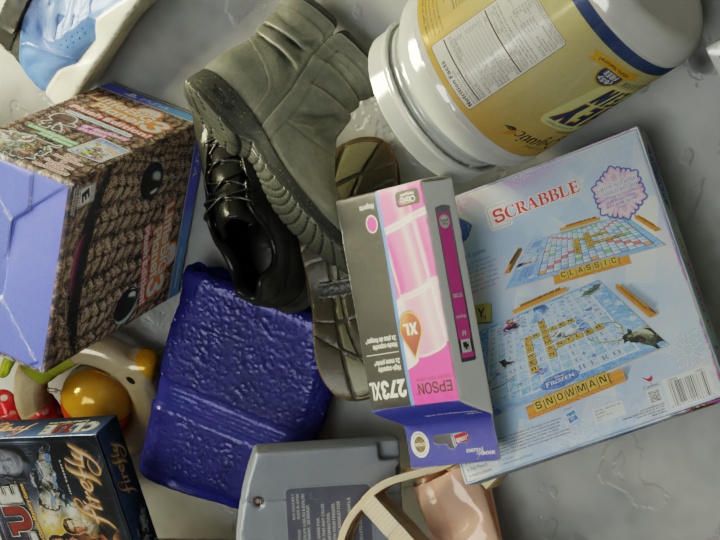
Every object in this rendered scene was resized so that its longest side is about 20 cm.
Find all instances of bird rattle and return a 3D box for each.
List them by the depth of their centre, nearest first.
[{"bbox_3d":[-0.246,0.111,1.693,0.162,0.113,0.201,13,116,6],"label":"bird rattle"}]

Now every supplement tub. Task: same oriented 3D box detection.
[{"bbox_3d":[0.117,-0.160,1.379,0.200,0.144,0.145,-32,90,32],"label":"supplement tub"}]

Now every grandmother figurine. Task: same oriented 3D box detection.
[{"bbox_3d":[0.097,0.237,1.549,0.121,0.060,0.201,-25,79,51],"label":"grandmother figurine"}]

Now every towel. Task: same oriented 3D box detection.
[{"bbox_3d":[-0.094,0.102,1.639,0.147,0.050,0.201,20,115,13],"label":"towel"}]

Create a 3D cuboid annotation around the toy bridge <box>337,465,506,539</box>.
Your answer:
[{"bbox_3d":[0.028,0.194,1.533,0.067,0.027,0.200,46,108,16],"label":"toy bridge"}]

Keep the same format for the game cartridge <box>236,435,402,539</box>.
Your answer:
[{"bbox_3d":[-0.031,0.230,1.582,0.132,0.041,0.201,-4,102,-6],"label":"game cartridge"}]

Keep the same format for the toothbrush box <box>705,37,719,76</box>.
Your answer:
[{"bbox_3d":[0.342,-0.097,1.317,0.145,0.086,0.201,-26,92,32],"label":"toothbrush box"}]

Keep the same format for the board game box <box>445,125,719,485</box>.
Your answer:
[{"bbox_3d":[0.139,0.027,1.427,0.199,0.041,0.201,-20,80,16],"label":"board game box"}]

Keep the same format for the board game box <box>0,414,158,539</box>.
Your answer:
[{"bbox_3d":[-0.232,0.217,1.656,0.135,0.035,0.201,-5,112,29],"label":"board game box"}]

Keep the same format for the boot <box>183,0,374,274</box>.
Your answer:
[{"bbox_3d":[-0.024,-0.106,1.487,0.200,0.130,0.068,50,166,2],"label":"boot"}]

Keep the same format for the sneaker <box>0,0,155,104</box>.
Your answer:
[{"bbox_3d":[-0.219,-0.227,1.572,0.111,0.077,0.200,42,128,-1],"label":"sneaker"}]

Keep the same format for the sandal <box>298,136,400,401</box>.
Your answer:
[{"bbox_3d":[0.000,0.000,1.527,0.081,0.055,0.201,-8,79,15],"label":"sandal"}]

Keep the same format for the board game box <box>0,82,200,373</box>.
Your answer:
[{"bbox_3d":[-0.219,-0.037,1.563,0.096,0.200,0.160,21,116,19],"label":"board game box"}]

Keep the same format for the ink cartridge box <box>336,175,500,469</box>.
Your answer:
[{"bbox_3d":[0.040,0.040,1.414,0.094,0.037,0.201,-12,90,49],"label":"ink cartridge box"}]

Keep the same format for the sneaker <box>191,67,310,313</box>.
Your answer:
[{"bbox_3d":[-0.087,-0.065,1.539,0.076,0.091,0.201,-25,81,25],"label":"sneaker"}]

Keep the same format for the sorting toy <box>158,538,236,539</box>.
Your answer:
[{"bbox_3d":[-0.098,0.312,1.694,0.198,0.070,0.201,-4,104,28],"label":"sorting toy"}]
